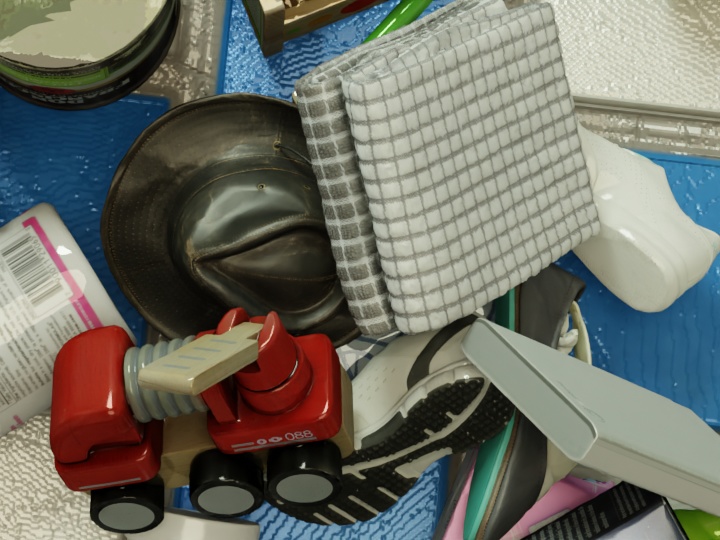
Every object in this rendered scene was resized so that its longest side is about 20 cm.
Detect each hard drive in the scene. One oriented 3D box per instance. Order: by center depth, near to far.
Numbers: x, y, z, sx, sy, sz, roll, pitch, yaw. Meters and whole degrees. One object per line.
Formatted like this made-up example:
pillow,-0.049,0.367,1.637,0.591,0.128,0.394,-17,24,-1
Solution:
hard drive,0.164,0.097,1.430,0.200,0.132,0.026,24,104,-41

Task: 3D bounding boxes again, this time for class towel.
towel,0.051,-0.069,1.455,0.200,0.085,0.166,-31,112,-46

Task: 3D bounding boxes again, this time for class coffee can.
coffee can,-0.185,-0.184,1.478,0.146,0.200,0.147,0,87,-4

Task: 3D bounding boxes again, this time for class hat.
hat,-0.061,-0.009,1.471,0.199,0.081,0.202,-2,117,-5

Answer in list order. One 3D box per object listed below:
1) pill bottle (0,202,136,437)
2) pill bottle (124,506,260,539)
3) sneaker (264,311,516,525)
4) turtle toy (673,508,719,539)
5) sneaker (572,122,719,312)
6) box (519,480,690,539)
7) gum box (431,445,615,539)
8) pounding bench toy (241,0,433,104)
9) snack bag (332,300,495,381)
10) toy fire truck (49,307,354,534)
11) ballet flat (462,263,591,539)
pill bottle,-0.252,0.055,1.505,0.199,0.113,0.114,-32,90,-5
pill bottle,-0.119,0.253,1.507,0.112,0.112,0.201,9,86,-4
sneaker,0.017,0.094,1.504,0.200,0.080,0.074,-31,129,27
turtle toy,0.274,0.177,1.539,0.199,0.146,0.102,5,108,-4
sneaker,0.153,-0.063,1.573,0.088,0.075,0.200,-35,76,-36
box,0.141,0.260,1.442,0.198,0.123,0.201,-30,94,5
gum box,0.093,0.216,1.548,0.113,0.066,0.201,22,85,-2
pounding bench toy,0.001,-0.199,1.523,0.155,0.124,0.201,-21,83,-5
snack bag,0.000,0.000,1.567,0.188,0.021,0.200,-40,91,-6
toy fire truck,-0.108,0.073,1.397,0.175,0.200,0.129,-9,54,11
ballet flat,0.111,0.086,1.502,0.073,0.073,0.201,11,66,-4
